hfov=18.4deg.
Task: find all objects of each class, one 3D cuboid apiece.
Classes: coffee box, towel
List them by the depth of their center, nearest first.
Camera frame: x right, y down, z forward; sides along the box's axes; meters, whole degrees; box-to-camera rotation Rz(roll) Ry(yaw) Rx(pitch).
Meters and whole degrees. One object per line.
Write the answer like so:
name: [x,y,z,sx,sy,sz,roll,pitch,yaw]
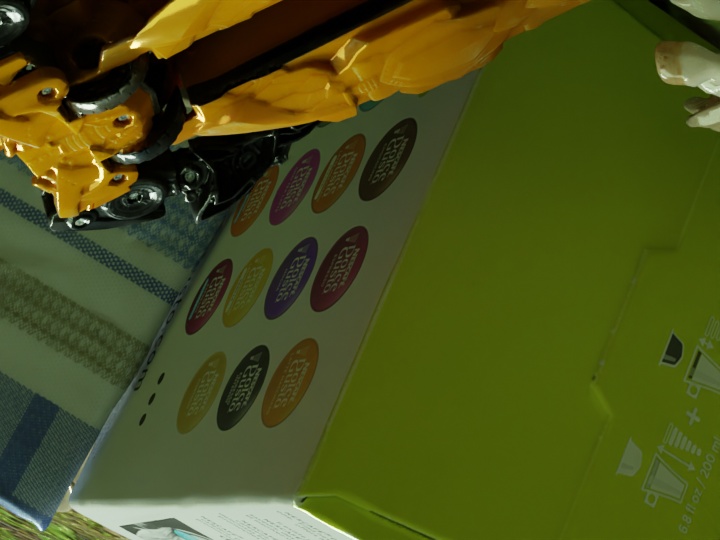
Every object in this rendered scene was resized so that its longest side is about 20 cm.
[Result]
coffee box: [0.054,0.035,0.770,0.199,0.201,0.197,31,162,-21]
towel: [-0.125,-0.029,0.802,0.146,0.201,0.024,28,176,6]

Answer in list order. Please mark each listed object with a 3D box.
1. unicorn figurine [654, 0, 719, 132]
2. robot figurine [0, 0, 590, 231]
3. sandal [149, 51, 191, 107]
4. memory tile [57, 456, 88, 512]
unicorn figurine: [0.151,-0.070,0.570,0.136,0.075,0.200,14,177,0]
robot figurine: [-0.024,-0.079,0.587,0.198,0.059,0.145,-23,150,5]
sandal: [-0.050,-0.114,0.619,0.080,0.054,0.201,-13,136,-3]
memory tile: [-0.146,0.012,0.916,0.153,0.017,0.201,-14,109,56]
